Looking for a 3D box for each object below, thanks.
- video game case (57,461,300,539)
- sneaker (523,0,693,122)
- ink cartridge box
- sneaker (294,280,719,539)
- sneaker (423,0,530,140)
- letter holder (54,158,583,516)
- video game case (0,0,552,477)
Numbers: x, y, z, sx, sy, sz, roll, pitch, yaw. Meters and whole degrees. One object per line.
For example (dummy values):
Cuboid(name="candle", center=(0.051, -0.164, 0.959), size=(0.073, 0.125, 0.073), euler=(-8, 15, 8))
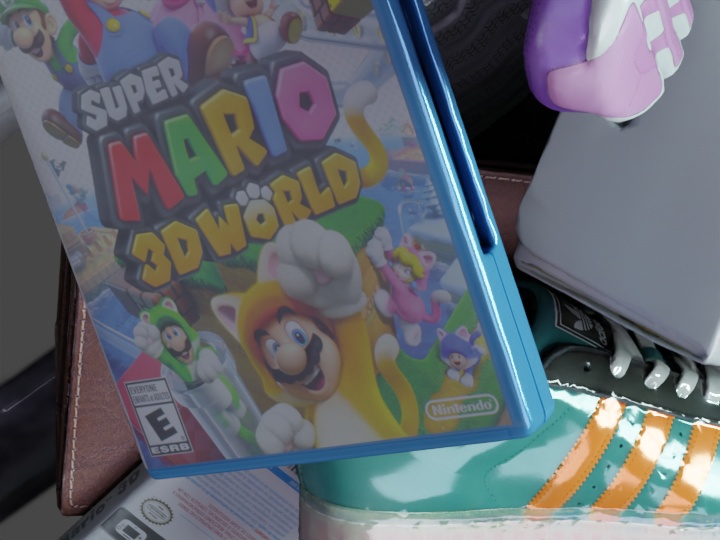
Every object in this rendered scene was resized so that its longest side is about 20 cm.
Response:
Cuboid(name="video game case", center=(-0.052, 0.136, 0.987), size=(0.143, 0.018, 0.200), euler=(40, 110, -24))
Cuboid(name="sneaker", center=(0.051, -0.131, 0.801), size=(0.088, 0.201, 0.081), euler=(2, 153, 8))
Cuboid(name="ink cartridge box", center=(0.156, -0.040, 0.899), size=(0.199, 0.084, 0.147), euler=(9, 106, -49))
Cuboid(name="sneaker", center=(0.078, 0.044, 0.916), size=(0.199, 0.071, 0.080), euler=(-5, 112, -12))
Cuboid(name="sneaker", center=(0.003, -0.113, 0.921), size=(0.075, 0.082, 0.200), euler=(-37, 141, 0))
Cuboid(name="letter holder", center=(0.000, 0.000, 0.980), size=(0.199, 0.101, 0.143), euler=(2, 123, -8))
Cuboid(name="video game case", center=(-0.036, -0.039, 0.843), size=(0.142, 0.018, 0.201), euler=(-9, 107, 35))
